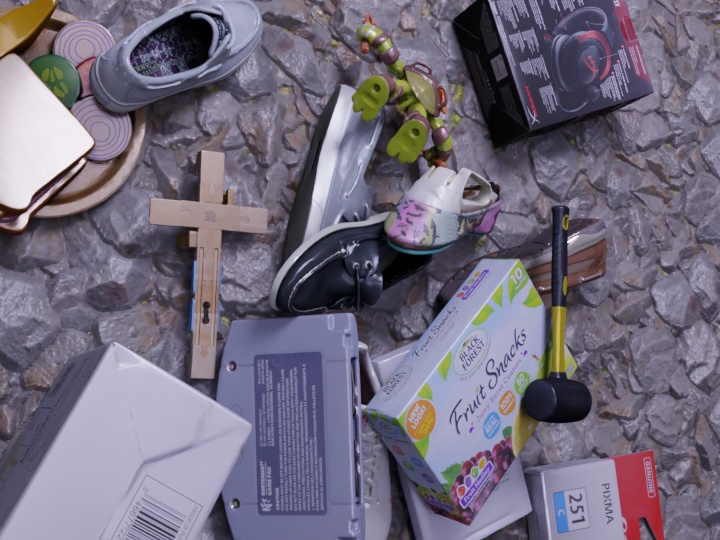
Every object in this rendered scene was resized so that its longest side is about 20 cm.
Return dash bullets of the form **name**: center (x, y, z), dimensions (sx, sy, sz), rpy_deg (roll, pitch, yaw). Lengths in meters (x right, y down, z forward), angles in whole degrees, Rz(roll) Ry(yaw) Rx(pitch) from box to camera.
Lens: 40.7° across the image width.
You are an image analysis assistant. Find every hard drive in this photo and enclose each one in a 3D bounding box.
- **hard drive**: center (0.090, 0.163, 0.944), dimensions (0.130, 0.025, 0.204), rpy_deg (-19, 98, -28)

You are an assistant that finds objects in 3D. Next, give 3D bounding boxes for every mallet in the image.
- **mallet**: center (0.179, 0.041, 0.902), dimensions (0.065, 0.041, 0.204), rpy_deg (-2, 89, -44)

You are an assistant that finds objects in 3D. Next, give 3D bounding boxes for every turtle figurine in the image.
- **turtle figurine**: center (0.054, -0.155, 0.932), dimensions (0.202, 0.064, 0.162), rpy_deg (61, 23, -12)

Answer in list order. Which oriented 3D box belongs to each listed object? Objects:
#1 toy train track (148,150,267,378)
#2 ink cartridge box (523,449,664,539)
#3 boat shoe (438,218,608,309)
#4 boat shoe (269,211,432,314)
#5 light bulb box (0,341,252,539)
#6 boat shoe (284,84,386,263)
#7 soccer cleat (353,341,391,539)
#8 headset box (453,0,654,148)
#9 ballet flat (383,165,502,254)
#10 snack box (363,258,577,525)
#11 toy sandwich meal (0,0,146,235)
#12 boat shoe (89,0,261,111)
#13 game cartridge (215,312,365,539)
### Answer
- **toy train track**: center (-0.144, -0.005, 0.884), dimensions (0.113, 0.032, 0.204), rpy_deg (4, 86, -31)
- **ink cartridge box**: center (0.261, 0.297, 1.008), dimensions (0.173, 0.045, 0.204), rpy_deg (-4, 84, -23)
- **boat shoe**: center (0.175, 0.011, 0.996), dimensions (0.197, 0.076, 0.073), rpy_deg (-22, 105, -13)
- **boat shoe**: center (-0.001, 0.002, 0.884), dimensions (0.066, 0.075, 0.198), rpy_deg (33, 29, 24)
- **light bulb box**: center (-0.204, 0.174, 0.735), dimensions (0.124, 0.199, 0.200), rpy_deg (34, 70, -17)
- **boat shoe**: center (-0.018, -0.078, 0.927), dimensions (0.070, 0.070, 0.204), rpy_deg (20, 72, -16)
- **soccer cleat**: center (-0.006, 0.159, 0.886), dimensions (0.069, 0.086, 0.204), rpy_deg (-11, 87, -26)
- **headset box**: center (0.218, -0.234, 1.052), dimensions (0.197, 0.075, 0.151), rpy_deg (-20, 91, -25)
- **ballet flat**: center (0.084, -0.063, 0.924), dimensions (0.199, 0.068, 0.072), rpy_deg (-13, 127, -59)
- **snack box**: center (0.108, 0.108, 0.899), dimensions (0.200, 0.053, 0.143), rpy_deg (-49, 119, -27)
- **toy sandwich meal**: center (-0.274, -0.137, 0.822), dimensions (0.201, 0.070, 0.210), rpy_deg (4, 81, -23)
- **boat shoe**: center (-0.146, -0.199, 0.859), dimensions (0.200, 0.071, 0.071), rpy_deg (-40, 108, -41)
- **game cartridge**: center (-0.063, 0.142, 0.851), dimensions (0.130, 0.041, 0.204), rpy_deg (-3, 84, 14)
